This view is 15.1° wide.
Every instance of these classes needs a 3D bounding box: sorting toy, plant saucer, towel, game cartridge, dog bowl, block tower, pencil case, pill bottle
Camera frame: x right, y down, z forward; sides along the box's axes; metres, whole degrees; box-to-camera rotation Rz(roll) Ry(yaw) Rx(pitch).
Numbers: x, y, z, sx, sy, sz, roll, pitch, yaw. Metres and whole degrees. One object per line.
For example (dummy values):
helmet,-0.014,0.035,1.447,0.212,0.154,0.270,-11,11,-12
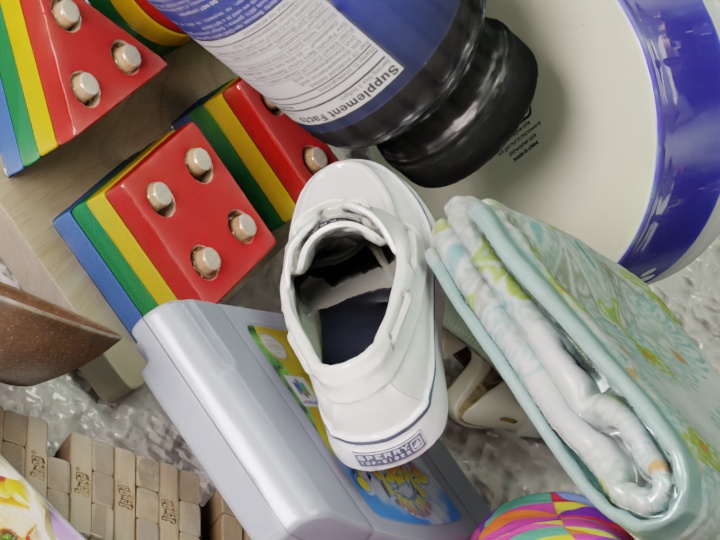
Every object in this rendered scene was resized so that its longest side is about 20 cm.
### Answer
sorting toy,-0.102,-0.076,1.258,0.199,0.070,0.200,56,36,-9
plant saucer,-0.195,0.005,1.103,0.200,0.037,0.200,21,-1,1
towel,0.124,0.059,1.172,0.171,0.048,0.200,27,23,-47
game cartridge,-0.013,0.078,1.195,0.133,0.040,0.200,58,18,18
dog bowl,0.097,-0.083,1.376,0.079,0.200,0.200,-14,61,-45
block tower,-0.130,0.099,1.115,0.200,0.058,0.054,20,40,-22
pencil case,0.085,0.138,1.111,0.088,0.088,0.200,38,1,-2
pill bottle,-0.015,-0.127,1.245,0.200,0.112,0.112,38,33,-30

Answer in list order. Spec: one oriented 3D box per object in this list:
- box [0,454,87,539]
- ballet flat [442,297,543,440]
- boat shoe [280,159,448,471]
box,-0.125,0.113,1.056,0.200,0.039,0.041,48,-8,-21
ballet flat,0.049,0.038,1.322,0.200,0.064,0.067,45,-10,-27
boat shoe,0.000,0.000,1.181,0.200,0.074,0.065,-106,173,-55
